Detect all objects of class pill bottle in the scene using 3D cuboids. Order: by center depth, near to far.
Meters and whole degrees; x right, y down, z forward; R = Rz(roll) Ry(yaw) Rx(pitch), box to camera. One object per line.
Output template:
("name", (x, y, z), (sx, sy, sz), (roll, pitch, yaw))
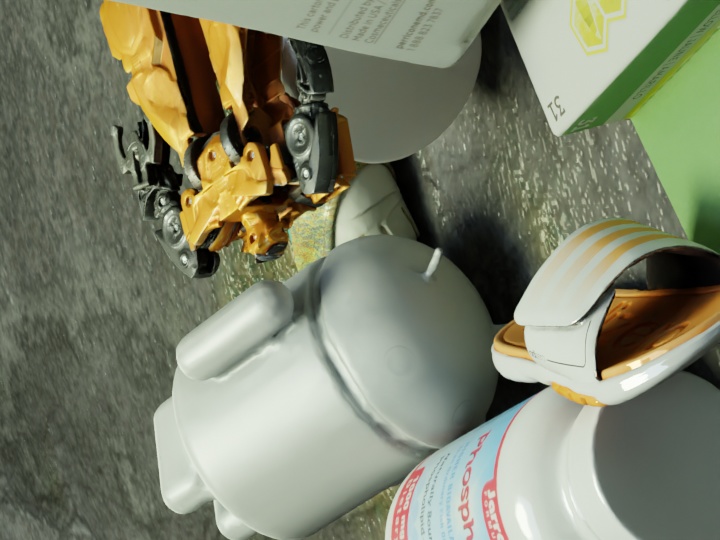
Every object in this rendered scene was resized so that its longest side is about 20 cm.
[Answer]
("pill bottle", (0.095, 0.108, 1.265), (0.200, 0.108, 0.109), (-38, 70, 62))
("pill bottle", (-0.032, -0.135, 1.377), (0.200, 0.113, 0.114), (40, 138, 48))

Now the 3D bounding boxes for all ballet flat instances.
("ballet flat", (0.000, 0.000, 1.457), (0.071, 0.070, 0.201), (39, 137, 50))

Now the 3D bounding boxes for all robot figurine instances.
("robot figurine", (-0.061, -0.098, 1.277), (0.145, 0.058, 0.201), (-32, 69, 45))
("robot figurine", (-0.013, 0.057, 1.391), (0.200, 0.169, 0.113), (-33, 50, 27))

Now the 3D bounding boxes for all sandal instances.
("sandal", (0.096, 0.013, 1.204), (0.059, 0.079, 0.206), (59, 161, -10))

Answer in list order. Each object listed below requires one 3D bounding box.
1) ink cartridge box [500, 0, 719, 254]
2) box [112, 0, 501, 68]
("ink cartridge box", (0.126, -0.090, 1.166), (0.201, 0.048, 0.146), (69, 154, 15))
("box", (-0.015, -0.215, 1.149), (0.199, 0.199, 0.172), (128, 148, -59))
